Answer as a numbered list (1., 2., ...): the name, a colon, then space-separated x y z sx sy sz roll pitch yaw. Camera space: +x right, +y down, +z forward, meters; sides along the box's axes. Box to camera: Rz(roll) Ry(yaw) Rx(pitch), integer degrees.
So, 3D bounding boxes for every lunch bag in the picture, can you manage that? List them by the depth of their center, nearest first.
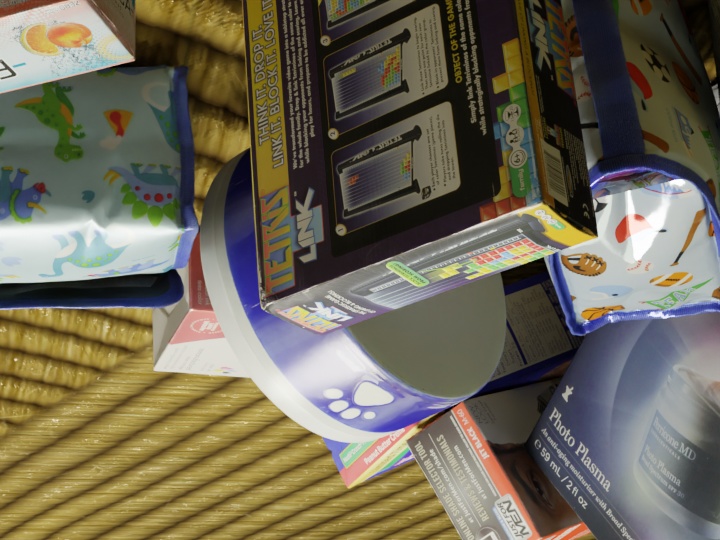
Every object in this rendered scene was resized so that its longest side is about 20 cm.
1. lunch bag: 0.135 -0.079 0.846 0.124 0.170 0.200 -12 155 10
2. lunch bag: -0.191 -0.039 0.944 0.170 0.128 0.200 -1 167 -12

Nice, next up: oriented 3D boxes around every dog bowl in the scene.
1. dog bowl: 0.000 0.000 0.951 0.079 0.200 0.200 -26 147 34

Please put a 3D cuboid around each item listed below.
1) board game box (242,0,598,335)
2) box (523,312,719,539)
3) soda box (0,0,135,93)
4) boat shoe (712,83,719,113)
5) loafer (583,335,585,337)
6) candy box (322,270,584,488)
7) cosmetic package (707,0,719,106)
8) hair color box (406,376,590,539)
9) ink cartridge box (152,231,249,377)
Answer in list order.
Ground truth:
1. board game box: 0.023 -0.086 0.777 0.165 0.200 0.057 -21 151 32
2. box: 0.235 0.101 0.986 0.123 0.200 0.198 4 122 -37
3. soda box: -0.219 -0.129 0.801 0.200 0.068 0.064 -11 154 14
4. boat shoe: 0.253 -0.076 1.000 0.071 0.072 0.200 -9 166 -8
5. loafer: 0.171 -0.002 1.078 0.068 0.076 0.200 9 122 11
6. candy box: 0.085 0.077 1.186 0.200 0.077 0.169 -17 163 -31
7. cosmetic package: 0.244 -0.079 0.841 0.087 0.103 0.200 -9 124 9
8. hair color box: 0.133 0.143 1.130 0.064 0.111 0.200 -40 161 32
9. ink cartridge box: -0.047 0.033 1.163 0.200 0.068 0.116 5 153 -20
